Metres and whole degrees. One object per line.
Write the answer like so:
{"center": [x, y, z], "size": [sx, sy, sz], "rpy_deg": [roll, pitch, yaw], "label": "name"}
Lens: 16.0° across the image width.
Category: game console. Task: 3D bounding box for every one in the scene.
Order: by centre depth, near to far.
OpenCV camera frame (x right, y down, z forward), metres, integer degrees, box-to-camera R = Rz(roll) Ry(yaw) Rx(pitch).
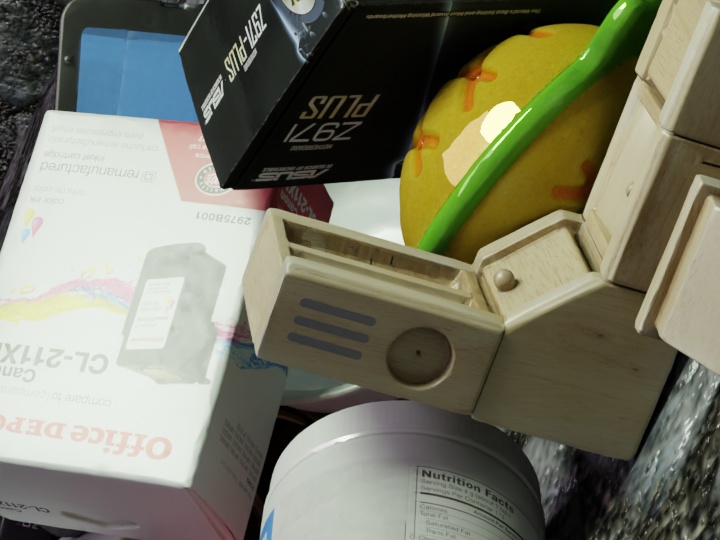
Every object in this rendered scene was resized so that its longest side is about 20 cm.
{"center": [-0.091, -0.070, 1.547], "size": [0.175, 0.116, 0.201], "rpy_deg": [-3, 83, 47], "label": "game console"}

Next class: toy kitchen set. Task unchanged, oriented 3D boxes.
{"center": [0.073, -0.026, 1.044], "size": [0.163, 0.179, 0.201], "rpy_deg": [-107, 35, -66], "label": "toy kitchen set"}

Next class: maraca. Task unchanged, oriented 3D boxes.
{"center": [0.093, -0.066, 1.184], "size": [0.200, 0.107, 0.137], "rpy_deg": [-50, -10, 17], "label": "maraca"}

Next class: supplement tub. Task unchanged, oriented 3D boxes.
{"center": [0.016, 0.170, 1.098], "size": [0.201, 0.131, 0.132], "rpy_deg": [-87, 22, -48], "label": "supplement tub"}

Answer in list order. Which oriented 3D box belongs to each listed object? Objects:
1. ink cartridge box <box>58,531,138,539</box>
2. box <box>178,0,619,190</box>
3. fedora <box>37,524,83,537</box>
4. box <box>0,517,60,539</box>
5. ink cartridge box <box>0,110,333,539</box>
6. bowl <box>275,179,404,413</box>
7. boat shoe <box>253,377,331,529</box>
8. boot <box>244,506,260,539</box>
{"center": [-0.118, 0.218, 1.386], "size": [0.083, 0.146, 0.200], "rpy_deg": [-31, 8, 13], "label": "ink cartridge box"}
{"center": [0.035, -0.122, 1.253], "size": [0.164, 0.199, 0.087], "rpy_deg": [-51, 52, 51], "label": "box"}
{"center": [-0.154, 0.080, 1.445], "size": [0.200, 0.090, 0.177], "rpy_deg": [-52, 22, -18], "label": "fedora"}
{"center": [-0.191, 0.142, 1.556], "size": [0.143, 0.036, 0.201], "rpy_deg": [102, 178, -59], "label": "box"}
{"center": [-0.112, 0.029, 1.312], "size": [0.083, 0.145, 0.201], "rpy_deg": [60, -140, -59], "label": "ink cartridge box"}
{"center": [0.000, 0.000, 1.392], "size": [0.200, 0.090, 0.202], "rpy_deg": [-13, 56, 20], "label": "bowl"}
{"center": [-0.040, 0.088, 1.417], "size": [0.072, 0.068, 0.201], "rpy_deg": [-29, 52, 11], "label": "boat shoe"}
{"center": [-0.034, 0.118, 1.513], "size": [0.200, 0.097, 0.075], "rpy_deg": [-41, 12, -1], "label": "boot"}
